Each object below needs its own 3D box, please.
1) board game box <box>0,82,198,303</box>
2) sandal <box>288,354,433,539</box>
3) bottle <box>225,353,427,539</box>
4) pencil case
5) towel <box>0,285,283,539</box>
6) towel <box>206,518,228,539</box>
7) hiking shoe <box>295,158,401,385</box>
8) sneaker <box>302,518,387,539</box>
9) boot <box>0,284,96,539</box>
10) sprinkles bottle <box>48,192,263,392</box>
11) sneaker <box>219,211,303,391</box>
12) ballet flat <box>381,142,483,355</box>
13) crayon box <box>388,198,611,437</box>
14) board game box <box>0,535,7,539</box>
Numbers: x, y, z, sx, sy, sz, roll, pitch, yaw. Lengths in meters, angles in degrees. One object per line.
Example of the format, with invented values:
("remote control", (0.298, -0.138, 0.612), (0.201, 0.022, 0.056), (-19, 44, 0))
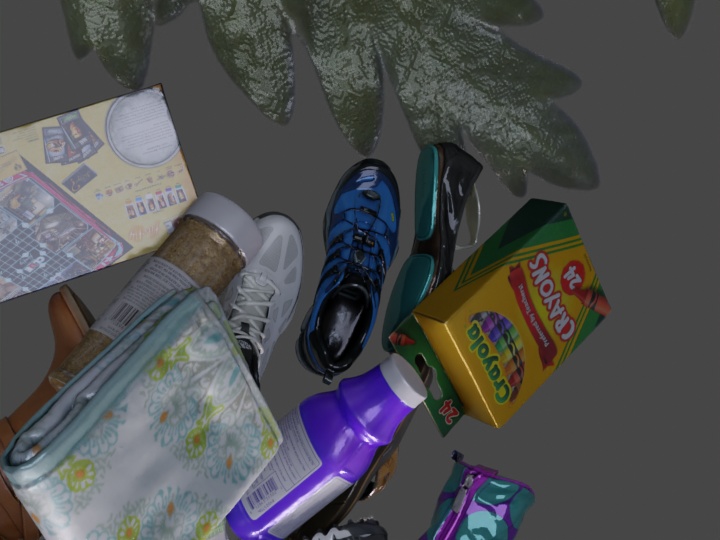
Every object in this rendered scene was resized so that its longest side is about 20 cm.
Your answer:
("board game box", (-0.244, -0.064, 0.917), (0.198, 0.035, 0.137), (-19, 96, -12))
("sandal", (0.004, 0.163, 0.973), (0.055, 0.081, 0.201), (44, 76, -36))
("bottle", (-0.032, 0.149, 0.919), (0.200, 0.084, 0.065), (-41, 134, 13))
("pencil case", (0.075, 0.268, 0.967), (0.092, 0.085, 0.201), (44, 71, -45))
("towel", (-0.147, 0.131, 0.783), (0.200, 0.048, 0.172), (-47, 129, -34))
("towel", (-0.158, 0.197, 0.840), (0.149, 0.030, 0.202), (-33, 124, -50))
("hiking shoe", (0.000, 0.000, 0.950), (0.074, 0.087, 0.202), (13, 89, -13))
("sneaker", (-0.052, 0.289, 0.920), (0.199, 0.066, 0.091), (-33, 60, 11))
("boot", (-0.271, 0.126, 0.900), (0.153, 0.074, 0.202), (-18, 91, -6))
("sprinkles bottle", (-0.160, 0.030, 0.863), (0.068, 0.068, 0.201), (42, 66, -11))
("sneaker", (-0.088, 0.048, 0.916), (0.075, 0.115, 0.202), (19, 87, -13))
("ballet flat", (0.074, -0.015, 0.981), (0.068, 0.068, 0.202), (13, 89, -23))
("crayon box", (0.129, 0.047, 0.962), (0.200, 0.051, 0.128), (-42, 121, -21))
("board game box", (-0.266, 0.306, 0.863), (0.105, 0.103, 0.200), (-49, 116, -8))
